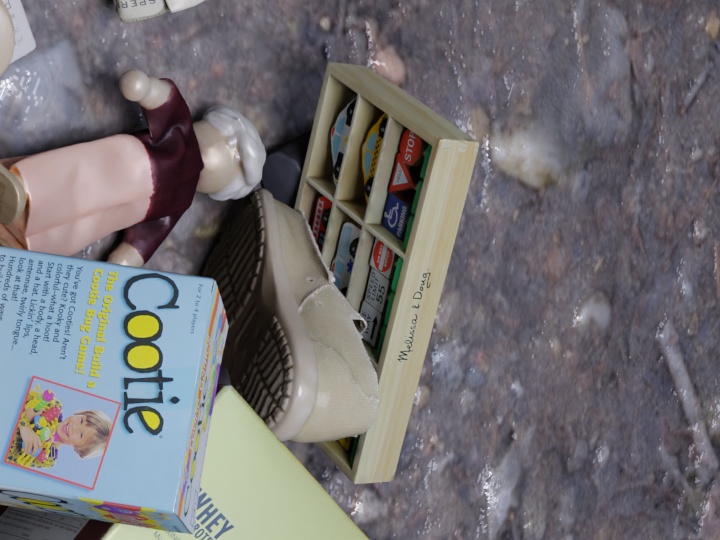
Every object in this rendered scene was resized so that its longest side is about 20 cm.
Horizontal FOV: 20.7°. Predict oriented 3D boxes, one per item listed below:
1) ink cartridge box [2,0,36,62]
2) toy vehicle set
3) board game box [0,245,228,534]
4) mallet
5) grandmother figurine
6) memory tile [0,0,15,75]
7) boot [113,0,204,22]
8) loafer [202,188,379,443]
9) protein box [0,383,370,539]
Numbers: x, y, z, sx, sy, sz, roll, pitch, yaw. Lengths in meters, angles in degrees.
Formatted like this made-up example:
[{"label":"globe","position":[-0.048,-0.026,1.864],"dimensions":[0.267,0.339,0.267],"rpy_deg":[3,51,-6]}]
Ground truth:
[{"label":"ink cartridge box","position":[-0.236,-0.168,0.886],"dimensions":[0.117,0.067,0.201],"rpy_deg":[-39,124,-37]},{"label":"toy vehicle set","position":[0.000,0.000,1.098],"dimensions":[0.026,0.124,0.202],"rpy_deg":[1,112,-32]},{"label":"board game box","position":[-0.167,0.048,0.880],"dimensions":[0.103,0.198,0.106],"rpy_deg":[91,9,-77]},{"label":"mallet","position":[-0.024,0.013,1.189],"dimensions":[0.066,0.041,0.202],"rpy_deg":[-18,114,-45]},{"label":"grandmother figurine","position":[-0.124,-0.051,1.050],"dimensions":[0.199,0.060,0.122],"rpy_deg":[-19,137,-49]},{"label":"memory tile","position":[-0.252,-0.132,0.825],"dimensions":[0.152,0.017,0.201],"rpy_deg":[-29,116,7]},{"label":"boot","position":[-0.133,-0.200,1.002],"dimensions":[0.199,0.072,0.156],"rpy_deg":[-29,120,-43]},{"label":"loafer","position":[-0.038,0.030,1.072],"dimensions":[0.068,0.201,0.076],"rpy_deg":[24,118,-26]},{"label":"protein box","position":[-0.101,0.192,1.007],"dimensions":[0.199,0.134,0.200],"rpy_deg":[50,66,-25]}]
